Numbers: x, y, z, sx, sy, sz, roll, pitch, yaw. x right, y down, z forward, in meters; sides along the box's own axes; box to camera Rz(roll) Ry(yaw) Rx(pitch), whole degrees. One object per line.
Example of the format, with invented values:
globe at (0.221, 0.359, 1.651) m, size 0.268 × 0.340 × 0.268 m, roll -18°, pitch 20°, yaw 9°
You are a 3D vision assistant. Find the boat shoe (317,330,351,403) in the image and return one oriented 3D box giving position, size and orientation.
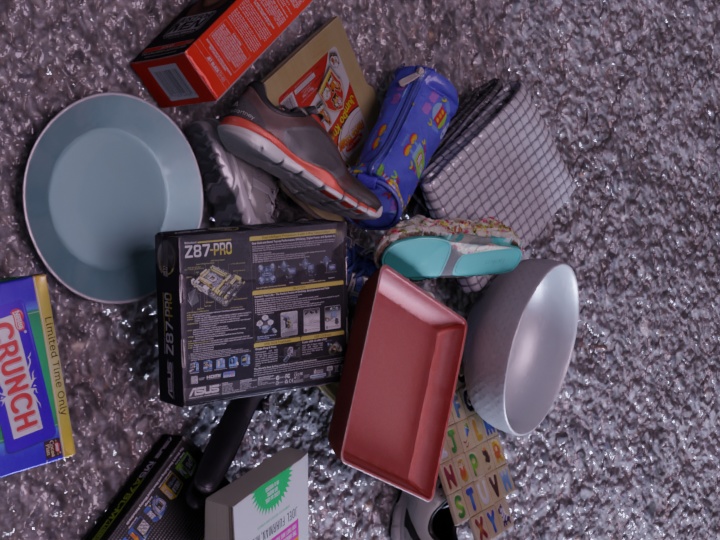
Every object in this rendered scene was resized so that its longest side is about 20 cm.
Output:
boat shoe at (-0.024, 0.106, 1.719) m, size 0.200 × 0.073 × 0.063 m, roll 39°, pitch 64°, yaw -34°

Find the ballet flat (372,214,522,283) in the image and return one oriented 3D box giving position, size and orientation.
ballet flat at (0.083, -0.028, 1.723) m, size 0.199 × 0.064 × 0.076 m, roll 4°, pitch 128°, yaw -39°

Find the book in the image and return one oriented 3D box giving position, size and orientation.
book at (-0.098, 0.288, 1.600) m, size 0.133 × 0.048 × 0.201 m, roll -29°, pitch 124°, yaw -53°

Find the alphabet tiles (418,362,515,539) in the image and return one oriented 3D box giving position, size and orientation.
alphabet tiles at (0.120, 0.198, 1.821) m, size 0.166 × 0.006 × 0.201 m, roll -12°, pitch 84°, yaw -62°

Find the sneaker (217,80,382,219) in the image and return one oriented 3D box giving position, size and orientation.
sneaker at (-0.045, -0.119, 1.618) m, size 0.200 × 0.077 × 0.082 m, roll 33°, pitch 72°, yaw -33°

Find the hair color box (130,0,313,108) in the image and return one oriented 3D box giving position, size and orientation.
hair color box at (-0.123, -0.247, 1.618) m, size 0.200 × 0.101 × 0.061 m, roll -50°, pitch 119°, yaw -29°

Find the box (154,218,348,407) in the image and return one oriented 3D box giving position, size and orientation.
box at (-0.101, 0.038, 1.580) m, size 0.199 × 0.049 × 0.162 m, roll -7°, pitch 101°, yaw -38°

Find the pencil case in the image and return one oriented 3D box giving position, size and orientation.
pencil case at (0.040, -0.136, 1.744) m, size 0.087 × 0.078 × 0.201 m, roll 80°, pitch 28°, yaw -47°

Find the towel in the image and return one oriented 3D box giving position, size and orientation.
towel at (0.136, -0.094, 1.846) m, size 0.200 × 0.085 × 0.166 m, roll -46°, pitch 125°, yaw -25°

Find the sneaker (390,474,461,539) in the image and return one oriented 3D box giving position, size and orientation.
sneaker at (0.082, 0.220, 1.805) m, size 0.073 × 0.080 × 0.201 m, roll 0°, pitch 88°, yaw -37°

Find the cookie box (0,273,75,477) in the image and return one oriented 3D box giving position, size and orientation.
cookie box at (-0.362, 0.103, 1.436) m, size 0.199 × 0.075 × 0.172 m, roll -14°, pitch 98°, yaw -40°

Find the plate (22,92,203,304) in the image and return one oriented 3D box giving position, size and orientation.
plate at (-0.238, -0.069, 1.572) m, size 0.199 × 0.026 × 0.202 m, roll 0°, pitch 90°, yaw -39°

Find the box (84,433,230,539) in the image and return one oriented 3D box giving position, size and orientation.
box at (-0.179, 0.295, 1.606) m, size 0.193 × 0.047 × 0.200 m, roll 51°, pitch 59°, yaw -25°

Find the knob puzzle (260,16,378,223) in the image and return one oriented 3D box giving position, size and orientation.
knob puzzle at (-0.040, -0.138, 1.725) m, size 0.219 × 0.030 × 0.221 m, roll 9°, pitch 79°, yaw -55°

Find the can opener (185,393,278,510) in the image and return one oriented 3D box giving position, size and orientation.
can opener at (-0.130, 0.155, 1.612) m, size 0.078 × 0.064 × 0.201 m, roll 17°, pitch 46°, yaw 1°

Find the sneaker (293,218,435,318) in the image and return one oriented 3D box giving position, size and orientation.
sneaker at (0.000, 0.000, 1.726) m, size 0.200 × 0.077 × 0.076 m, roll 34°, pitch 53°, yaw -39°

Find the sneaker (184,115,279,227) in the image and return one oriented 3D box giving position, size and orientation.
sneaker at (-0.104, -0.065, 1.650) m, size 0.082 × 0.075 × 0.201 m, roll -27°, pitch 107°, yaw -36°

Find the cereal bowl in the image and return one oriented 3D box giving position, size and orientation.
cereal bowl at (0.171, 0.079, 1.855) m, size 0.200 × 0.083 × 0.201 m, roll -36°, pitch 134°, yaw -50°

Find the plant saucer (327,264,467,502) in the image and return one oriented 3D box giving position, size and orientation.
plant saucer at (0.034, 0.117, 1.676) m, size 0.200 × 0.037 × 0.201 m, roll 34°, pitch 64°, yaw -56°
